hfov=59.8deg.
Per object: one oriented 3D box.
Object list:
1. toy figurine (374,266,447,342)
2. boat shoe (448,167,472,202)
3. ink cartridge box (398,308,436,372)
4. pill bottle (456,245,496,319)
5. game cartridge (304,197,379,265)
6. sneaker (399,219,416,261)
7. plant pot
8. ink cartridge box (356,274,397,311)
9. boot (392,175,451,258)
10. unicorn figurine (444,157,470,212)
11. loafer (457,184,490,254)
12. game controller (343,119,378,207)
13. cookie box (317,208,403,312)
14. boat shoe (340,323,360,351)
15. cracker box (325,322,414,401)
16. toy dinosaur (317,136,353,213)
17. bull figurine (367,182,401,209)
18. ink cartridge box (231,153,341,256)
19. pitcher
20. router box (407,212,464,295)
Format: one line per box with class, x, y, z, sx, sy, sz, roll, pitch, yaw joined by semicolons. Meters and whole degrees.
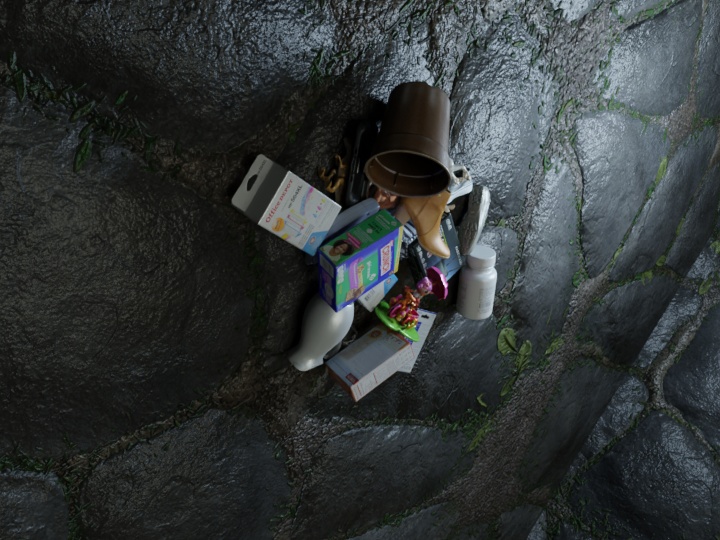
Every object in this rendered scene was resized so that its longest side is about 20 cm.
toy figurine;0.148;0.069;1.669;0.185;0.151;0.199;-49;153;12
boat shoe;0.229;-0.228;1.684;0.198;0.071;0.073;-29;122;-40
ink cartridge box;0.150;0.205;1.864;0.094;0.037;0.203;15;104;-44
pill bottle;0.353;0.035;1.892;0.113;0.114;0.204;-18;123;-33
game cartridge;-0.045;-0.094;1.483;0.198;0.041;0.133;-34;170;-23
sneaker;0.123;-0.085;1.626;0.196;0.070;0.111;-15;84;-28
plant pot;0.120;-0.303;1.431;0.199;0.197;0.203;33;59;-45
ink cartridge box;0.000;0.000;1.598;0.116;0.067;0.200;-49;136;-8
boot;0.184;-0.131;1.548;0.199;0.071;0.145;33;112;-19
unicorn figurine;0.205;-0.243;1.581;0.136;0.073;0.204;28;78;-28
loafer;0.331;-0.143;1.801;0.069;0.069;0.205;11;97;-51
game controller;-0.001;-0.247;1.458;0.104;0.041;0.205;-14;117;-60
cookie box;0.000;-0.023;1.447;0.198;0.075;0.173;-34;150;-25
boat shoe;-0.018;0.216;1.706;0.066;0.057;0.203;-33;131;-22
cracker box;0.024;0.234;1.630;0.198;0.133;0.059;-32;125;-19
toy dinosaur;-0.047;-0.203;1.454;0.105;0.060;0.205;-5;116;-41
bull figurine;0.092;-0.202;1.573;0.197;0.064;0.125;-12;113;-43
ink cartridge box;-0.165;-0.143;1.336;0.199;0.125;0.130;29;93;-46
pitcher;-0.082;0.146;1.582;0.170;0.121;0.203;0;124;-55
router box;0.204;-0.051;1.753;0.149;0.062;0.202;-41;133;-18
